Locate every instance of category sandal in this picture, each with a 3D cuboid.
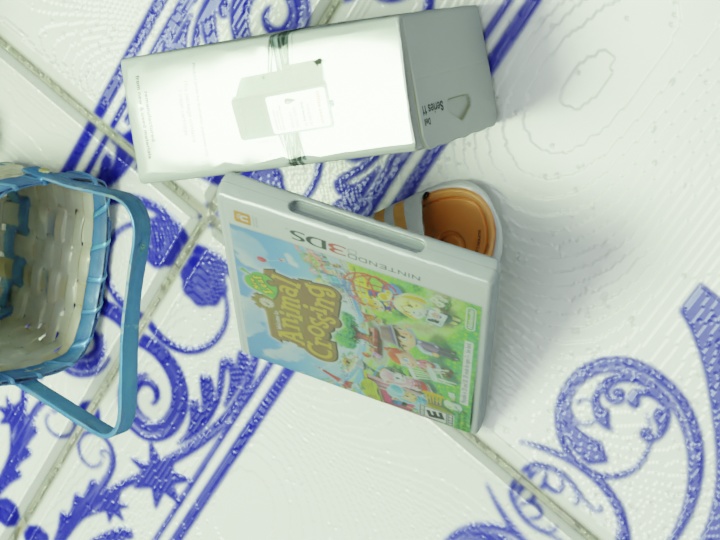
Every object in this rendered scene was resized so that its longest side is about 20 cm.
[{"bbox_3d":[0.003,0.008,1.086,0.206,0.059,0.080,-24,92,27],"label":"sandal"}]

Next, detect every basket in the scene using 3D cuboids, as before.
[{"bbox_3d":[-0.232,0.012,1.149,0.199,0.139,0.178,17,109,30],"label":"basket"}]

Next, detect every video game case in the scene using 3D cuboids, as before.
[{"bbox_3d":[-0.001,0.027,1.037,0.181,0.022,0.201,19,150,12],"label":"video game case"}]

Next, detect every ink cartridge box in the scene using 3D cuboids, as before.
[{"bbox_3d":[-0.030,-0.115,1.023,0.198,0.146,0.084,-4,99,24],"label":"ink cartridge box"}]
